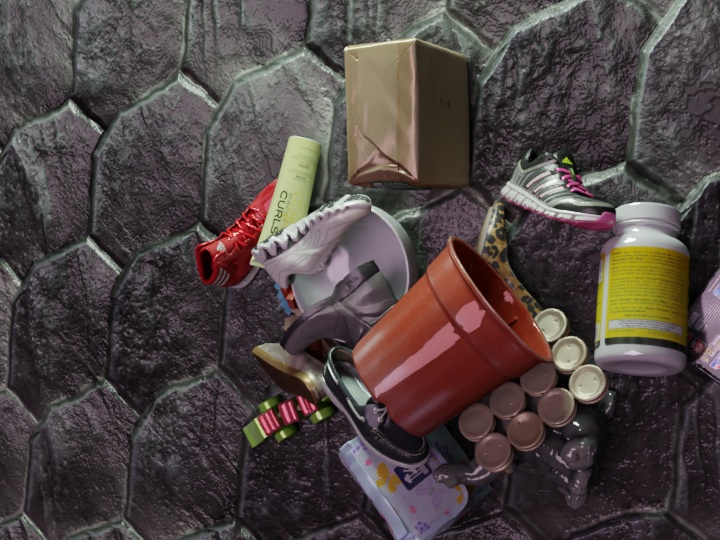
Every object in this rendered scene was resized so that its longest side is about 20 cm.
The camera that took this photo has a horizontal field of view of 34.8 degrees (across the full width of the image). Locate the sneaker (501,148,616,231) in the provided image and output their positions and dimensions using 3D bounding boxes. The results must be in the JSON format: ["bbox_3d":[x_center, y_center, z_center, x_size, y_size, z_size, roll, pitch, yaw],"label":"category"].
[{"bbox_3d":[0.261,-0.110,1.486,0.200,0.073,0.088,30,103,57],"label":"sneaker"}]

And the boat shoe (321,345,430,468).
[{"bbox_3d":[0.018,0.179,1.518,0.200,0.075,0.061,38,142,28],"label":"boat shoe"}]

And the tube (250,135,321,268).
[{"bbox_3d":[-0.103,-0.095,1.698,0.058,0.052,0.202,12,84,21],"label":"tube"}]

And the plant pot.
[{"bbox_3d":[0.107,0.095,1.461,0.195,0.200,0.201,-40,75,15],"label":"plant pot"}]

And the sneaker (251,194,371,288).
[{"bbox_3d":[-0.058,-0.043,1.610,0.199,0.075,0.082,-28,94,30],"label":"sneaker"}]

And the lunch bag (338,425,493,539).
[{"bbox_3d":[0.072,0.284,1.580,0.127,0.199,0.170,-44,73,25],"label":"lunch bag"}]

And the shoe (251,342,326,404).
[{"bbox_3d":[-0.096,0.145,1.693,0.199,0.053,0.070,21,146,56],"label":"shoe"}]

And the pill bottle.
[{"bbox_3d":[0.353,0.024,1.433,0.111,0.112,0.202,-1,73,28],"label":"pill bottle"}]

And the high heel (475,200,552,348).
[{"bbox_3d":[0.223,0.011,1.569,0.141,0.071,0.202,9,83,1],"label":"high heel"}]

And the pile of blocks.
[{"bbox_3d":[-0.099,0.057,1.732,0.082,0.062,0.202,-24,83,28],"label":"pile of blocks"}]

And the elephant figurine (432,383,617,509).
[{"bbox_3d":[0.217,0.222,1.519,0.198,0.155,0.143,15,110,19],"label":"elephant figurine"}]

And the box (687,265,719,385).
[{"bbox_3d":[0.499,0.057,1.415,0.160,0.044,0.201,39,111,21],"label":"box"}]

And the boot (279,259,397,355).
[{"bbox_3d":[-0.015,0.093,1.596,0.200,0.070,0.132,-41,81,29],"label":"boot"}]

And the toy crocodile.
[{"bbox_3d":[-0.105,0.214,1.749,0.199,0.062,0.068,-30,80,28],"label":"toy crocodile"}]

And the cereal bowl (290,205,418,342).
[{"bbox_3d":[0.000,0.000,1.661,0.198,0.083,0.202,3,97,28],"label":"cereal bowl"}]

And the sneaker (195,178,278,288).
[{"bbox_3d":[-0.174,-0.050,1.733,0.078,0.115,0.201,38,111,21],"label":"sneaker"}]

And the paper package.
[{"bbox_3d":[0.068,-0.203,1.533,0.103,0.200,0.193,-1,92,25],"label":"paper package"}]

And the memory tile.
[{"bbox_3d":[0.211,0.155,1.487,0.199,0.017,0.154,-37,51,7],"label":"memory tile"}]
